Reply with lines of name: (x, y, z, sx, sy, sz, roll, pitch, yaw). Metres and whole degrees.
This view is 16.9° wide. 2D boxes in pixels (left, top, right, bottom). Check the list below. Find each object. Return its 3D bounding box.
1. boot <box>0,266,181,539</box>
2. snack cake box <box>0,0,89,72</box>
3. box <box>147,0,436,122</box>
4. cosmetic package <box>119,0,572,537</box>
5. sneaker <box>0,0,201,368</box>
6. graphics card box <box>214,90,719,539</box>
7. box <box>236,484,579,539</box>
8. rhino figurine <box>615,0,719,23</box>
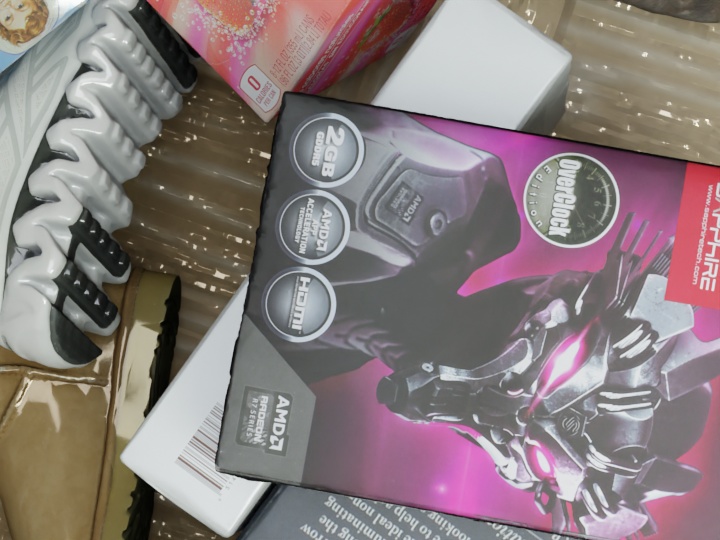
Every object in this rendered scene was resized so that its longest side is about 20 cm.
boot: (-0.178, 0.066, 0.935, 0.200, 0.066, 0.175, 7, 75, 4)
snack cake box: (-0.208, -0.082, 0.866, 0.200, 0.067, 0.115, -39, 109, 5)
box: (0.003, -0.163, 0.840, 0.103, 0.095, 0.200, 46, 130, 9)
cosmetic package: (0.000, 0.000, 0.879, 0.052, 0.151, 0.200, 36, 89, 7)
sneaker: (-0.115, -0.062, 0.915, 0.081, 0.075, 0.200, 7, 63, 21)
graphics card box: (0.062, 0.021, 0.773, 0.200, 0.051, 0.126, 11, 88, 5)
box: (0.034, 0.086, 0.871, 0.107, 0.148, 0.200, 36, 90, 6)
rhino figurine: (0.071, -0.141, 0.920, 0.200, 0.060, 0.088, 9, 130, 6)
